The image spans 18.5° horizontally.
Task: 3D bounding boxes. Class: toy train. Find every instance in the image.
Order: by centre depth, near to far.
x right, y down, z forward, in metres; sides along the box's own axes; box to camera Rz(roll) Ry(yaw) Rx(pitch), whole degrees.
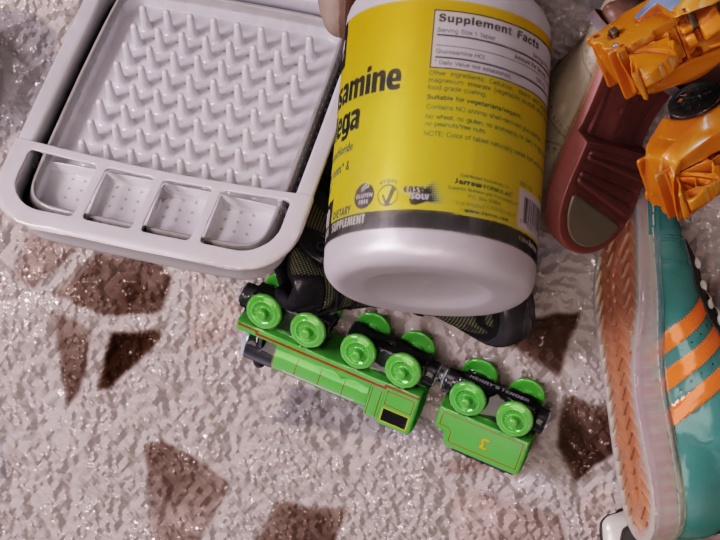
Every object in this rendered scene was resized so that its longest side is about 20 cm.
[{"bbox_3d":[0.016,0.061,1.292,0.199,0.042,0.057,22,121,9],"label":"toy train"}]

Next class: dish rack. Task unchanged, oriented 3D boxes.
[{"bbox_3d":[-0.092,-0.080,1.218,0.170,0.201,0.044,11,146,12],"label":"dish rack"}]

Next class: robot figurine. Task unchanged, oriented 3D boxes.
[{"bbox_3d":[0.214,-0.113,1.056,0.199,0.058,0.146,-30,121,-7],"label":"robot figurine"}]

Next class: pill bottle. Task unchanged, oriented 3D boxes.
[{"bbox_3d":[0.043,-0.085,1.166,0.111,0.112,0.202,0,73,16],"label":"pill bottle"}]

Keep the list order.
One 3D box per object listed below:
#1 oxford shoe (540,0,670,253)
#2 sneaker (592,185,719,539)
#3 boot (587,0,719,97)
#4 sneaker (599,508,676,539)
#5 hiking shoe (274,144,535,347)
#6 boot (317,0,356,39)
[{"bbox_3d":[0.131,-0.114,1.191,0.075,0.070,0.201,30,97,50],"label":"oxford shoe"},{"bbox_3d":[0.181,0.048,1.230,0.079,0.071,0.202,-6,94,-15],"label":"sneaker"},{"bbox_3d":[0.223,-0.174,1.099,0.200,0.186,0.064,-52,58,25],"label":"boot"},{"bbox_3d":[0.124,0.223,1.299,0.088,0.075,0.200,44,110,17],"label":"sneaker"},{"bbox_3d":[0.000,0.000,1.236,0.199,0.101,0.076,30,146,12],"label":"hiking shoe"},{"bbox_3d":[-0.048,-0.240,1.209,0.145,0.070,0.202,16,104,15],"label":"boot"}]
